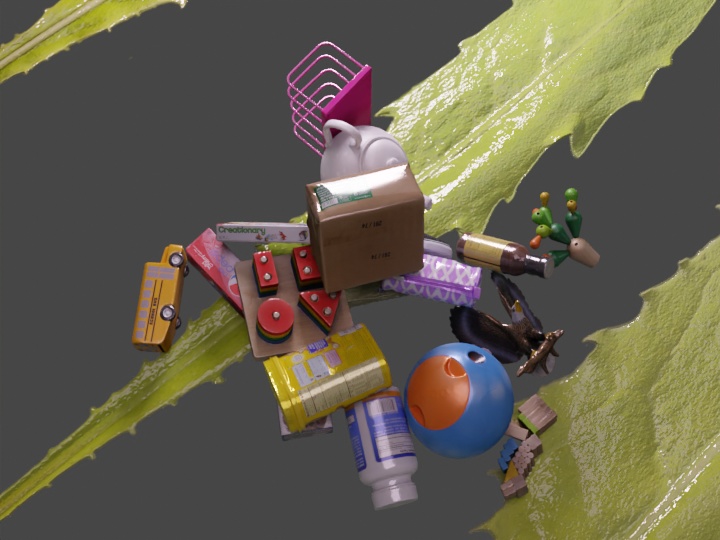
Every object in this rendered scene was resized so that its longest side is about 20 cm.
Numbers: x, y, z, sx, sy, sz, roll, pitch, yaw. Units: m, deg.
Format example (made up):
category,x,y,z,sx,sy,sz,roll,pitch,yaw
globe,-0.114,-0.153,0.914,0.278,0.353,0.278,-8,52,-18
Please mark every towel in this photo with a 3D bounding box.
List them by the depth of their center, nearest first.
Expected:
category,x,y,z,sx,sy,sz,roll,pitch,yaw
towel,0.000,0.000,1.718,0.196,0.037,0.151,-12,69,-6

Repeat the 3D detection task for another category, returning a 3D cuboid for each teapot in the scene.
category,x,y,z,sx,sy,sz,roll,pitch,yaw
teapot,0.023,-0.200,1.699,0.197,0.145,0.201,-12,93,-32

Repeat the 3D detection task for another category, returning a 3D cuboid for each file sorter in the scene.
category,x,y,z,sx,sy,sz,roll,pitch,yaw
file sorter,-0.067,-0.341,1.760,0.125,0.201,0.139,38,72,15

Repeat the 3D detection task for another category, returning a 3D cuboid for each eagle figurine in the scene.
category,x,y,z,sx,sy,sz,roll,pitch,yaw
eagle figurine,0.291,0.106,1.657,0.150,0.153,0.199,0,23,-41

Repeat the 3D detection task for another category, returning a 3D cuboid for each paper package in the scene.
category,x,y,z,sx,sy,sz,roll,pitch,yaw
paper package,0.011,-0.076,1.543,0.196,0.193,0.104,-14,46,-11

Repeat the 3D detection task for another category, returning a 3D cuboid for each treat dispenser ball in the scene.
category,x,y,z,sx,sy,sz,roll,pitch,yaw
treat dispenser ball,0.176,0.233,1.548,0.197,0.201,0.205,1,69,-2

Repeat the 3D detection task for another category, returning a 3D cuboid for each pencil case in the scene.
category,x,y,z,sx,sy,sz,roll,pitch,yaw
pencil case,0.134,0.014,1.637,0.196,0.085,0.086,10,94,11

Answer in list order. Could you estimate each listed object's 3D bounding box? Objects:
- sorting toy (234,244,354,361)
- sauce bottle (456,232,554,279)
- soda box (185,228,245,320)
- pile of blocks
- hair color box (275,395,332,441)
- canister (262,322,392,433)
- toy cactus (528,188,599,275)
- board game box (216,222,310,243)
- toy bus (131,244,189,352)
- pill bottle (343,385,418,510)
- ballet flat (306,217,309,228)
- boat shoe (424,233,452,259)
category,x,y,z,sx,sy,sz,roll,pitch,yaw
sorting toy,-0.120,0.049,1.615,0.196,0.070,0.202,-9,64,-16
sauce bottle,0.281,-0.025,1.676,0.198,0.065,0.065,19,66,38
soda box,-0.253,0.015,1.689,0.070,0.064,0.200,-42,77,-16
pile of blocks,0.298,0.331,1.595,0.081,0.062,0.202,19,64,25
hair color box,-0.114,0.208,1.622,0.098,0.061,0.203,-9,70,-6
canister,-0.058,0.186,1.532,0.197,0.088,0.149,-22,38,-10
toy cactus,0.403,-0.059,1.738,0.164,0.102,0.202,34,68,-10
board game box,-0.170,-0.074,1.683,0.196,0.126,0.035,1,95,4
toy bus,-0.384,0.053,1.670,0.077,0.065,0.204,4,70,1
pill bottle,0.041,0.321,1.558,0.110,0.112,0.203,-12,71,-6
ballet flat,-0.015,-0.110,1.627,0.196,0.073,0.074,-3,68,-22
boat shoe,0.090,-0.068,1.692,0.197,0.072,0.072,14,65,-14
